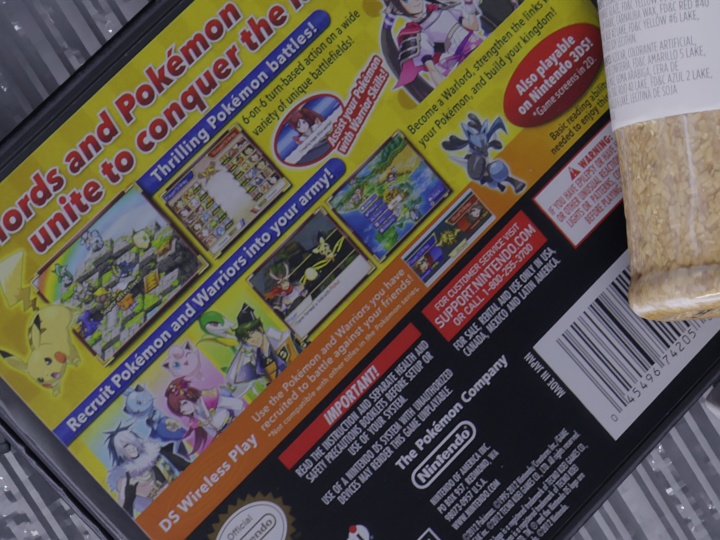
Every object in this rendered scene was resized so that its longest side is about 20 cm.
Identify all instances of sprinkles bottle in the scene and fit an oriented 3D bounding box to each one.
[{"bbox_3d":[0.093,-0.089,0.773,0.068,0.068,0.201,-5,86,-6],"label":"sprinkles bottle"}]

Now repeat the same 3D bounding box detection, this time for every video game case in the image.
[{"bbox_3d":[0.000,0.000,0.780,0.200,0.025,0.181,-45,99,-18],"label":"video game case"}]

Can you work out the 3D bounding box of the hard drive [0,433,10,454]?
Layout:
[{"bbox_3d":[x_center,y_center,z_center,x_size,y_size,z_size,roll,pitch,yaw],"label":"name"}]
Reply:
[{"bbox_3d":[-0.205,0.007,0.764,0.199,0.033,0.140,-14,112,-6],"label":"hard drive"}]

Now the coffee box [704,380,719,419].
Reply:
[{"bbox_3d":[0.173,0.030,0.742,0.080,0.200,0.113,42,90,-8],"label":"coffee box"}]
